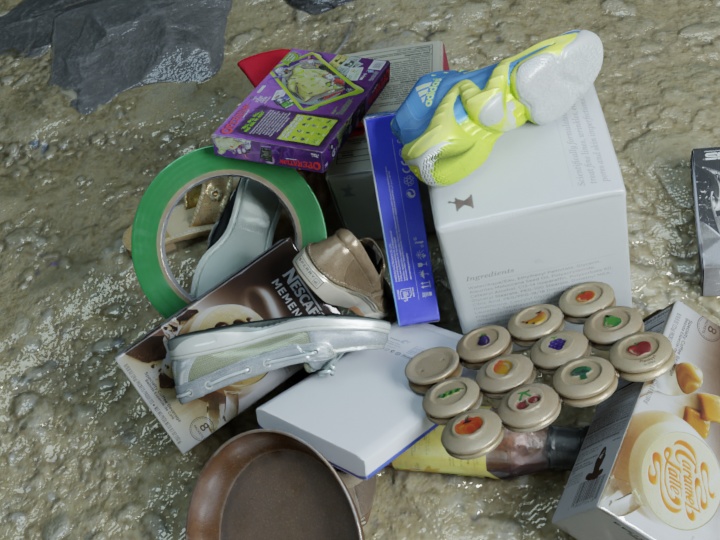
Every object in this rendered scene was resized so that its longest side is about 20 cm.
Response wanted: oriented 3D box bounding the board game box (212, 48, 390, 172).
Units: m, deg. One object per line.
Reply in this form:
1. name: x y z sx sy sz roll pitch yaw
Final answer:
1. board game box: -0.056 -0.170 1.042 0.119 0.032 0.200 15 41 15

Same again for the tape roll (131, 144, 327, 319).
1. tape roll: -0.134 -0.028 1.043 0.200 0.201 0.048 -26 5 -6

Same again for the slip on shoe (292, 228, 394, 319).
1. slip on shoe: 0.000 0.000 0.968 0.061 0.200 0.076 -43 68 9

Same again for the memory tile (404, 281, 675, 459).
1. memory tile: 0.142 0.076 0.836 0.199 0.017 0.153 -24 27 -2

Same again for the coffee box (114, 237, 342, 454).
1. coffee box: -0.122 0.069 0.980 0.200 0.113 0.080 -36 5 -7

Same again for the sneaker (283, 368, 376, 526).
1. sneaker: -0.029 0.157 0.936 0.070 0.076 0.200 -11 26 -3

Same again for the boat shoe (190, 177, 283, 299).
1. boat shoe: -0.133 -0.024 1.114 0.075 0.060 0.201 27 75 -8

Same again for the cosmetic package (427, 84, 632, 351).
1. cosmetic package: 0.157 -0.050 0.955 0.164 0.200 0.166 -11 50 8

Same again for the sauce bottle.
1. sauce bottle: 0.111 0.153 0.893 0.199 0.066 0.066 3 53 20

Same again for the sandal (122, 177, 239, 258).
1. sandal: -0.186 -0.085 1.174 0.211 0.070 0.078 -27 49 -6

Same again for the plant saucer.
1. plant saucer: -0.067 0.233 0.842 0.199 0.034 0.202 -2 86 38

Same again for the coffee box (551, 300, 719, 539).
1. coffee box: 0.253 0.142 0.821 0.114 0.080 0.201 33 61 -3

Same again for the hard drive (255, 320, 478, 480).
1. hard drive: 0.024 0.107 0.905 0.131 0.026 0.200 17 34 40

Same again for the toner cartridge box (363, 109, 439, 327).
1. toner cartridge box: 0.040 -0.054 0.984 0.043 0.201 0.095 -10 10 2

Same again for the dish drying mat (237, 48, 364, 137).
1. dish drying mat: -0.068 -0.196 1.111 0.076 0.018 0.200 -17 41 -18

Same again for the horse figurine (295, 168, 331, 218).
1. horse figurine: -0.056 -0.130 1.152 0.050 0.133 0.201 -12 36 12

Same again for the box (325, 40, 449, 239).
1. box: 0.040 -0.146 1.130 0.127 0.109 0.201 -6 51 12

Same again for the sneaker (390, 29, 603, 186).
1. sneaker: 0.109 -0.161 0.878 0.199 0.076 0.105 -33 49 -9

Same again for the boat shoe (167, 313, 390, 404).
1. boat shoe: -0.071 0.076 0.910 0.201 0.074 0.065 -8 90 -5

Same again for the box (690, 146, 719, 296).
1. box: 0.428 -0.053 0.977 0.199 0.048 0.159 -2 51 16
